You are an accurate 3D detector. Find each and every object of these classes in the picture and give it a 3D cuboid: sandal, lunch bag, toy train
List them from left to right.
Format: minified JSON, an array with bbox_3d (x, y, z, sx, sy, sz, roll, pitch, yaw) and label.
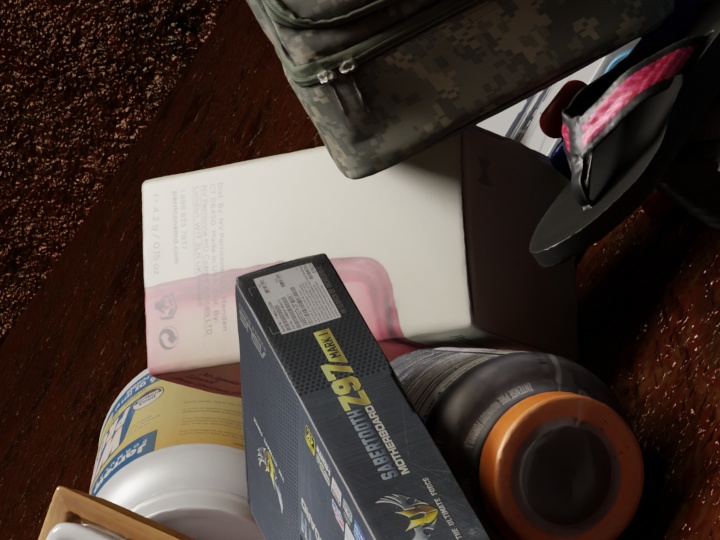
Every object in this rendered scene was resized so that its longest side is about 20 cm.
[{"bbox_3d":[0.030,-0.162,1.336,0.199,0.168,0.139,-26,16,4],"label":"lunch bag"},{"bbox_3d":[0.133,-0.086,1.281,0.200,0.045,0.075,-53,18,-12],"label":"sandal"},{"bbox_3d":[0.183,-0.130,1.437,0.200,0.084,0.116,-53,0,25],"label":"toy train"}]

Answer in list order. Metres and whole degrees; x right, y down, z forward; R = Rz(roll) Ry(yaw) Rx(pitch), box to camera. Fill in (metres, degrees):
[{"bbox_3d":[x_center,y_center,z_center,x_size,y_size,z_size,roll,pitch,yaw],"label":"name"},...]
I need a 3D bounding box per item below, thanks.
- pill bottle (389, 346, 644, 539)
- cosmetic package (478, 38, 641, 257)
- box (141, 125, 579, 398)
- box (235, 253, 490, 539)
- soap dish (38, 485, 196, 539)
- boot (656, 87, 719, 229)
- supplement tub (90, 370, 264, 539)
[{"bbox_3d":[0.065,0.090,1.286,0.107,0.106,0.200,-60,14,-8],"label":"pill bottle"},{"bbox_3d":[0.111,-0.075,1.635,0.151,0.052,0.200,-57,12,-3],"label":"cosmetic package"},{"bbox_3d":[0.000,0.000,1.452,0.199,0.128,0.110,-9,76,30],"label":"box"},{"bbox_3d":[0.000,0.115,1.245,0.158,0.051,0.200,89,160,-44],"label":"box"},{"bbox_3d":[-0.118,0.231,1.489,0.081,0.157,0.201,-36,-33,-72],"label":"soap dish"},{"bbox_3d":[0.203,-0.088,1.297,0.132,0.070,0.200,-57,23,-9],"label":"boot"},{"bbox_3d":[-0.091,0.148,1.634,0.145,0.144,0.200,-54,13,18],"label":"supplement tub"}]
